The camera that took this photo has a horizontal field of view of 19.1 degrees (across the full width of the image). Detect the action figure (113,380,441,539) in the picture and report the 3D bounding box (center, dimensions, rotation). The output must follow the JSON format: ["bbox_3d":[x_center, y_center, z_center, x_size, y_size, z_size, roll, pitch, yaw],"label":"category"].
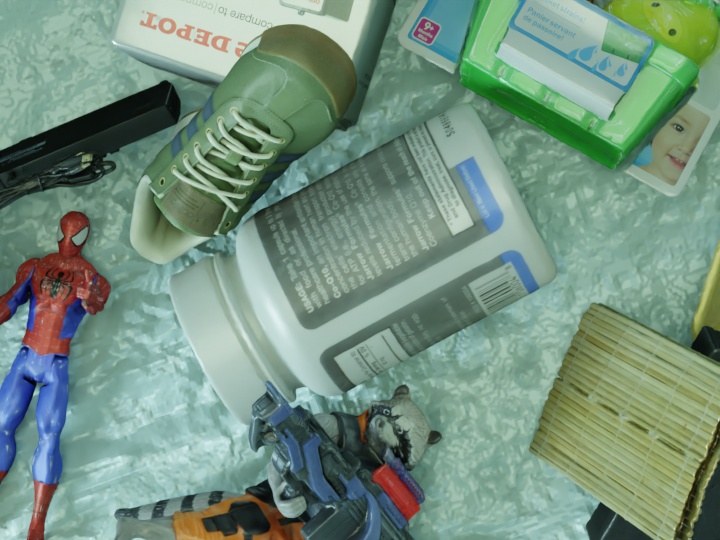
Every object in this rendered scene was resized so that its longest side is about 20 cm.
[{"bbox_3d":[-0.049,0.118,1.206,0.192,0.201,0.105,-26,43,-2],"label":"action figure"}]

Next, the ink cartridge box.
[{"bbox_3d":[-0.043,-0.197,1.225,0.145,0.083,0.202,17,92,6],"label":"ink cartridge box"}]

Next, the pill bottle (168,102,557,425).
[{"bbox_3d":[0.000,0.000,1.205,0.199,0.114,0.115,-27,87,5],"label":"pill bottle"}]

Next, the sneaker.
[{"bbox_3d":[-0.070,-0.057,1.166,0.067,0.200,0.090,35,63,-13],"label":"sneaker"}]

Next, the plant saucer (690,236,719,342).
[{"bbox_3d":[0.307,-0.022,1.207,0.198,0.048,0.202,18,92,6],"label":"plant saucer"}]

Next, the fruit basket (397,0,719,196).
[{"bbox_3d":[0.146,-0.170,1.202,0.184,0.094,0.201,30,90,5],"label":"fruit basket"}]

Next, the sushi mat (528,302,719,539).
[{"bbox_3d":[0.146,0.079,1.156,0.012,0.200,0.096,21,94,-19],"label":"sushi mat"}]

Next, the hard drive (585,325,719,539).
[{"bbox_3d":[0.242,0.129,1.174,0.198,0.038,0.141,23,110,-12],"label":"hard drive"}]

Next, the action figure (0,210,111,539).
[{"bbox_3d":[-0.190,0.063,1.235,0.065,0.099,0.202,13,89,4],"label":"action figure"}]

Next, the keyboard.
[{"bbox_3d":[-0.195,-0.053,1.222,0.198,0.127,0.021,-23,107,7],"label":"keyboard"}]
